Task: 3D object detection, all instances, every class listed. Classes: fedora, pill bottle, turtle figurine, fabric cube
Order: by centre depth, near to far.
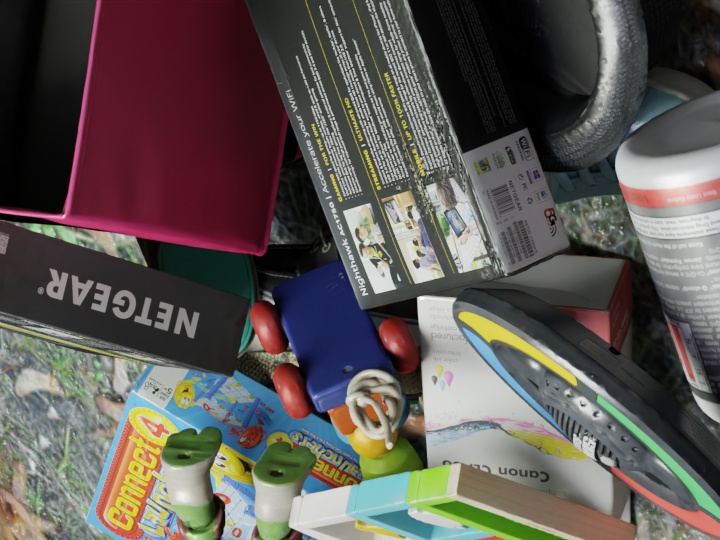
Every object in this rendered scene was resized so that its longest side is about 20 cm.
[{"bbox_3d":[0.215,0.012,1.267,0.116,0.116,0.201,-1,115,48],"label":"pill bottle"},{"bbox_3d":[0.102,-0.155,1.300,0.200,0.091,0.202,29,129,42],"label":"fedora"},{"bbox_3d":[-0.171,-0.123,1.399,0.199,0.199,0.197,7,89,31],"label":"fabric cube"},{"bbox_3d":[-0.062,0.190,1.572,0.144,0.199,0.195,31,132,48],"label":"turtle figurine"}]

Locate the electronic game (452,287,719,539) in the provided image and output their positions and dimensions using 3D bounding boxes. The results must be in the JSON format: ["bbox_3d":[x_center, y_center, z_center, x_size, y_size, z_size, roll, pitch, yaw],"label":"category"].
[{"bbox_3d":[0.129,0.078,1.300,0.200,0.042,0.200,39,171,7],"label":"electronic game"}]

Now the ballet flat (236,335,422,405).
[{"bbox_3d":[-0.035,0.055,1.620,0.199,0.068,0.076,-5,88,43],"label":"ballet flat"}]

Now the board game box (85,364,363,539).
[{"bbox_3d":[-0.077,0.157,1.655,0.195,0.056,0.200,29,145,3],"label":"board game box"}]

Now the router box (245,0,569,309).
[{"bbox_3d":[0.021,-0.087,1.317,0.149,0.051,0.201,-14,97,57],"label":"router box"}]

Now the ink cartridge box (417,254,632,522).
[{"bbox_3d":[0.102,0.091,1.450,0.116,0.068,0.201,4,120,17],"label":"ink cartridge box"}]

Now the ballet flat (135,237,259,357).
[{"bbox_3d":[-0.118,-0.038,1.554,0.201,0.067,0.064,68,168,-12],"label":"ballet flat"}]

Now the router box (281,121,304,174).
[{"bbox_3d":[-0.126,-0.134,1.586,0.150,0.062,0.201,-25,95,50],"label":"router box"}]

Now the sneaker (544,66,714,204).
[{"bbox_3d":[0.108,-0.061,1.353,0.199,0.082,0.074,-7,115,39],"label":"sneaker"}]

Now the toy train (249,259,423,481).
[{"bbox_3d":[0.006,0.089,1.428,0.200,0.084,0.116,-115,2,-56],"label":"toy train"}]

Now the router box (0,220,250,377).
[{"bbox_3d":[-0.191,0.012,1.452,0.157,0.199,0.053,7,81,48],"label":"router box"}]

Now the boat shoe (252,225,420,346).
[{"bbox_3d":[0.000,0.000,1.531,0.199,0.070,0.067,15,124,39],"label":"boat shoe"}]

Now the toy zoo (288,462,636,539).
[{"bbox_3d":[0.049,0.153,1.430,0.200,0.131,0.021,-19,55,54],"label":"toy zoo"}]
